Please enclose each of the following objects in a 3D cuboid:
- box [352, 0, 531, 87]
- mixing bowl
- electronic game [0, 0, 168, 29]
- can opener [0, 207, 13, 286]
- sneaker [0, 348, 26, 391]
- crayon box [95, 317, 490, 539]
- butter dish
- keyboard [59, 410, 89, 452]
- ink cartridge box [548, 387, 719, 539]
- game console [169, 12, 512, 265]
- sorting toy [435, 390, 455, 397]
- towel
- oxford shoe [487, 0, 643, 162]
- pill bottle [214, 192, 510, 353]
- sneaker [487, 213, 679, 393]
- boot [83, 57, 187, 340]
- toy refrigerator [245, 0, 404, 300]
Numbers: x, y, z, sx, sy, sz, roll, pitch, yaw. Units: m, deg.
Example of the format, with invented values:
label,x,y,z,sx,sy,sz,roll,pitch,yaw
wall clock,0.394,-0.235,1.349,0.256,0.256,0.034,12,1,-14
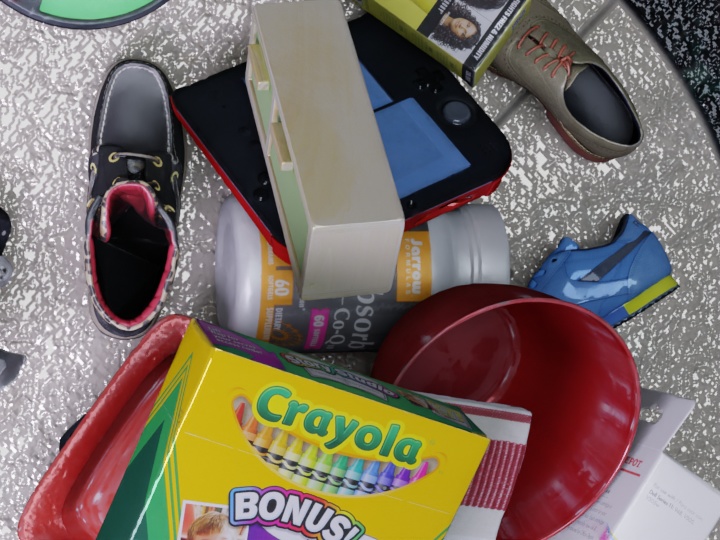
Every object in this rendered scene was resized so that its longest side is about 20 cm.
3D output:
label,x,y,z,sx,sy,sz,roll,pitch,yaw
box,0.023,-0.221,1.568,0.199,0.050,0.075,37,84,7
mixing bowl,0.080,0.086,1.500,0.198,0.108,0.202,-10,119,-19
electronic game,-0.197,-0.272,1.547,0.198,0.042,0.202,0,92,-14
can opener,-0.299,0.043,1.530,0.063,0.078,0.202,18,90,-52
sneaker,-0.329,0.037,1.477,0.200,0.060,0.104,41,101,14
crayon box,-0.044,0.143,1.356,0.199,0.058,0.174,19,104,-25
butter dish,-0.103,0.148,1.449,0.199,0.148,0.200,35,79,1
keyboard,-0.121,0.162,1.537,0.104,0.040,0.200,-40,76,-9
ink cartridge box,0.185,0.186,1.538,0.067,0.117,0.201,35,84,-13
game console,-0.010,-0.097,1.537,0.199,0.031,0.177,-24,64,-27
sorting toy,0.051,0.216,1.602,0.199,0.070,0.200,42,82,-11
towel,0.024,0.173,1.441,0.143,0.023,0.202,9,108,-26
oxford shoe,0.139,-0.162,1.611,0.200,0.075,0.071,41,83,-11
pill bottle,0.000,0.000,1.562,0.198,0.116,0.118,-1,91,-13
sneaker,0.140,0.029,1.626,0.199,0.066,0.079,-31,86,-11
boot,-0.157,-0.050,1.504,0.072,0.151,0.202,7,90,-7
toy refrigerator,-0.029,-0.083,1.459,0.069,0.076,0.201,-5,53,-13
